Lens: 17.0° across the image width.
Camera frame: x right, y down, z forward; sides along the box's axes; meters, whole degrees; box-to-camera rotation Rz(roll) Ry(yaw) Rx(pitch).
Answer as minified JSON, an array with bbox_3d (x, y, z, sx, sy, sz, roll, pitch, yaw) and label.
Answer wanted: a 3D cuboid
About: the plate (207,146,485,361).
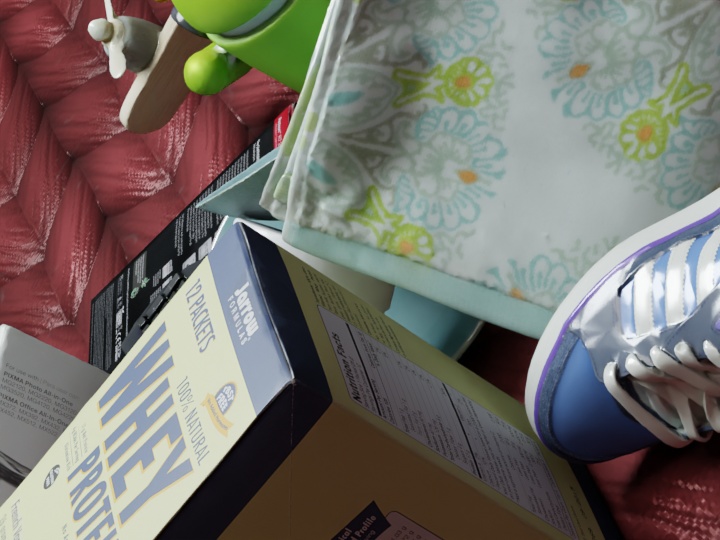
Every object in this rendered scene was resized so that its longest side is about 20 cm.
[{"bbox_3d":[0.000,0.000,1.270,0.199,0.026,0.201,-19,54,28],"label":"plate"}]

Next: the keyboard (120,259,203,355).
[{"bbox_3d":[-0.085,0.088,1.316,0.127,0.021,0.200,-57,41,12],"label":"keyboard"}]

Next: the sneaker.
[{"bbox_3d":[0.151,0.039,0.958,0.200,0.080,0.147,-41,26,18],"label":"sneaker"}]

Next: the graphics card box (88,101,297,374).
[{"bbox_3d":[-0.085,0.009,1.424,0.200,0.051,0.126,-42,32,25],"label":"graphics card box"}]

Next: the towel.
[{"bbox_3d":[0.069,-0.065,1.067,0.048,0.199,0.172,-36,-34,-74],"label":"towel"}]

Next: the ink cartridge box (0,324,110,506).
[{"bbox_3d":[-0.220,0.153,1.372,0.145,0.083,0.201,-37,34,48],"label":"ink cartridge box"}]

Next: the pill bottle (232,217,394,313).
[{"bbox_3d":[-0.051,0.082,1.172,0.113,0.112,0.201,22,94,63],"label":"pill bottle"}]

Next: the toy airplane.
[{"bbox_3d":[-0.084,-0.201,1.485,0.141,0.200,0.200,37,62,24],"label":"toy airplane"}]

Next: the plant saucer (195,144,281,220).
[{"bbox_3d":[0.010,-0.073,1.208,0.200,0.039,0.201,-34,5,3],"label":"plant saucer"}]

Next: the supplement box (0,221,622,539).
[{"bbox_3d":[-0.026,0.128,1.028,0.200,0.199,0.134,-49,27,14],"label":"supplement box"}]

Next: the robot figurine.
[{"bbox_3d":[-0.025,-0.160,1.333,0.176,0.199,0.116,-46,37,21],"label":"robot figurine"}]
